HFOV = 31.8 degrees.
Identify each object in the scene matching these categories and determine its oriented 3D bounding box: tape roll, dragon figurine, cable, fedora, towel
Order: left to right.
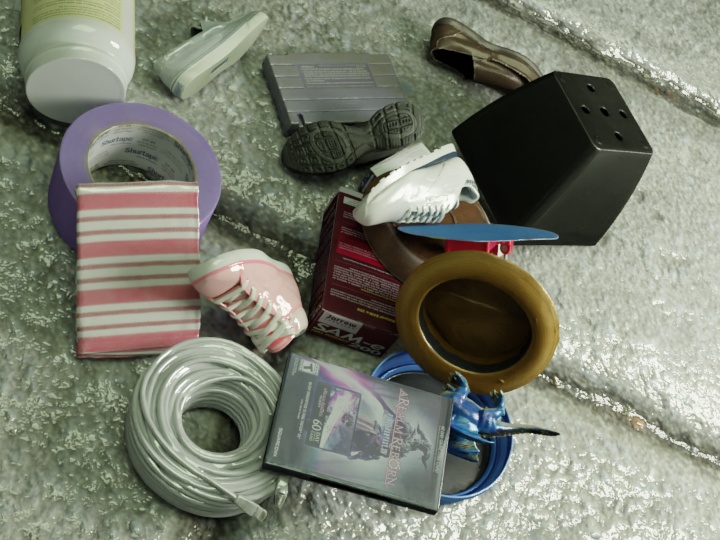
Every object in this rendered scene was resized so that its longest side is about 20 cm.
[{"bbox_3d":[-0.275,-0.101,1.540,0.199,0.085,0.201,12,54,-17],"label":"tape roll"},{"bbox_3d":[-0.256,-0.002,1.445,0.145,0.030,0.202,-2,97,-26],"label":"towel"},{"bbox_3d":[-0.162,0.175,1.411,0.199,0.069,0.201,25,50,-7],"label":"cable"},{"bbox_3d":[0.129,0.187,1.494,0.199,0.059,0.100,27,52,0],"label":"dragon figurine"},{"bbox_3d":[0.143,0.052,1.528,0.200,0.201,0.082,30,26,-3],"label":"fedora"}]

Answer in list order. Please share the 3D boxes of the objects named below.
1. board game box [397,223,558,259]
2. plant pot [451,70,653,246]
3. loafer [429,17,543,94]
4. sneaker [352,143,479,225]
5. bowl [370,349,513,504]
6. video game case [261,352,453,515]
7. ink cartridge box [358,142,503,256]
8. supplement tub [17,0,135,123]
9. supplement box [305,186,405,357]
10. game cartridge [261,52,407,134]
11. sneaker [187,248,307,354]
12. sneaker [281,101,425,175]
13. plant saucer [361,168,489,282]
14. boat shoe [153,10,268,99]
[{"bbox_3d":[0.146,-0.030,1.565,0.199,0.158,0.039,-3,100,-31],"label":"board game box"},{"bbox_3d":[0.284,-0.166,1.764,0.199,0.177,0.200,0,57,-43],"label":"plant pot"},{"bbox_3d":[0.186,-0.304,1.918,0.199,0.073,0.071,28,60,1],"label":"loafer"},{"bbox_3d":[0.074,-0.093,1.591,0.199,0.076,0.081,-29,85,-39],"label":"sneaker"},{"bbox_3d":[0.089,0.190,1.538,0.199,0.039,0.202,12,54,-17],"label":"bowl"},{"bbox_3d":[0.000,0.181,1.409,0.199,0.019,0.144,16,54,-6],"label":"video game case"},{"bbox_3d":[0.101,-0.072,1.721,0.109,0.050,0.200,-30,75,-38],"label":"ink cartridge box"},{"bbox_3d":[-0.358,-0.302,1.601,0.144,0.145,0.201,7,55,-21],"label":"supplement tub"},{"bbox_3d":[0.000,0.000,1.614,0.108,0.061,0.201,20,51,-15],"label":"supplement box"},{"bbox_3d":[-0.032,-0.253,1.795,0.199,0.038,0.130,-5,56,-28],"label":"game cartridge"},{"bbox_3d":[-0.121,0.040,1.477,0.200,0.075,0.105,18,49,-65],"label":"sneaker"},{"bbox_3d":[-0.010,-0.166,1.721,0.199,0.091,0.076,-13,79,-8],"label":"sneaker"},{"bbox_3d":[0.096,-0.058,1.647,0.199,0.035,0.201,16,52,-22],"label":"plant saucer"},{"bbox_3d":[-0.205,-0.312,1.729,0.071,0.070,0.201,42,53,2],"label":"boat shoe"}]
